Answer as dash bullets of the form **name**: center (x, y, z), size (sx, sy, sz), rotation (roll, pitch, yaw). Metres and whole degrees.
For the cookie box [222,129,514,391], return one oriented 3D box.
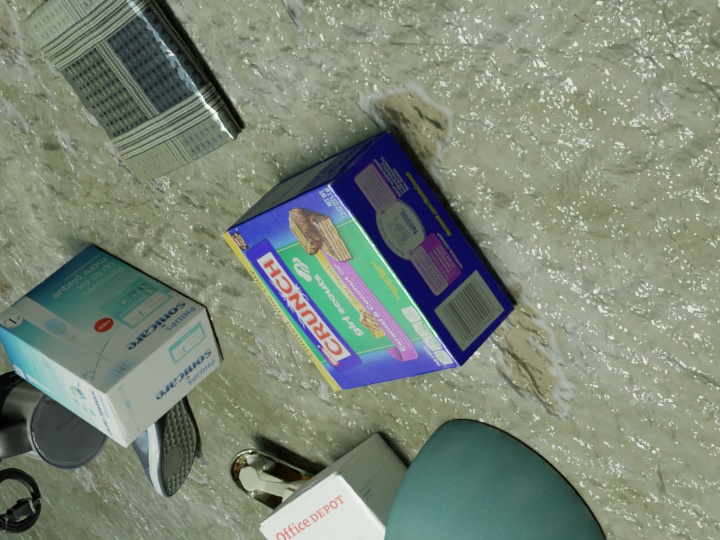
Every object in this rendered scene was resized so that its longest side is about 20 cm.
- **cookie box**: center (0.000, 0.000, 1.110), size (0.172, 0.075, 0.200), rotation (54, 152, -10)

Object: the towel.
- **towel**: center (-0.200, -0.176, 1.236), size (0.193, 0.035, 0.199), rotation (54, 149, -14)

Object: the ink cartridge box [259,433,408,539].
- **ink cartridge box**: center (0.020, 0.277, 1.363), size (0.200, 0.083, 0.146), rotation (50, 132, 0)

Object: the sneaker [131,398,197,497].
- **sneaker**: center (-0.275, 0.168, 1.673), size (0.145, 0.077, 0.204), rotation (16, 129, 29)

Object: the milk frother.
- **milk frother**: center (-0.431, 0.251, 1.894), size (0.188, 0.180, 0.201), rotation (1, 122, 54)

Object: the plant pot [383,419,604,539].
- **plant pot**: center (0.094, 0.249, 1.212), size (0.200, 0.135, 0.201), rotation (35, 148, 26)

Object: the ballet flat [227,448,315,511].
- **ballet flat**: center (-0.072, 0.239, 1.490), size (0.063, 0.068, 0.199), rotation (19, 178, -42)

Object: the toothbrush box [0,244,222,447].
- **toothbrush box**: center (-0.269, 0.076, 1.502), size (0.199, 0.146, 0.086), rotation (27, 145, 36)
